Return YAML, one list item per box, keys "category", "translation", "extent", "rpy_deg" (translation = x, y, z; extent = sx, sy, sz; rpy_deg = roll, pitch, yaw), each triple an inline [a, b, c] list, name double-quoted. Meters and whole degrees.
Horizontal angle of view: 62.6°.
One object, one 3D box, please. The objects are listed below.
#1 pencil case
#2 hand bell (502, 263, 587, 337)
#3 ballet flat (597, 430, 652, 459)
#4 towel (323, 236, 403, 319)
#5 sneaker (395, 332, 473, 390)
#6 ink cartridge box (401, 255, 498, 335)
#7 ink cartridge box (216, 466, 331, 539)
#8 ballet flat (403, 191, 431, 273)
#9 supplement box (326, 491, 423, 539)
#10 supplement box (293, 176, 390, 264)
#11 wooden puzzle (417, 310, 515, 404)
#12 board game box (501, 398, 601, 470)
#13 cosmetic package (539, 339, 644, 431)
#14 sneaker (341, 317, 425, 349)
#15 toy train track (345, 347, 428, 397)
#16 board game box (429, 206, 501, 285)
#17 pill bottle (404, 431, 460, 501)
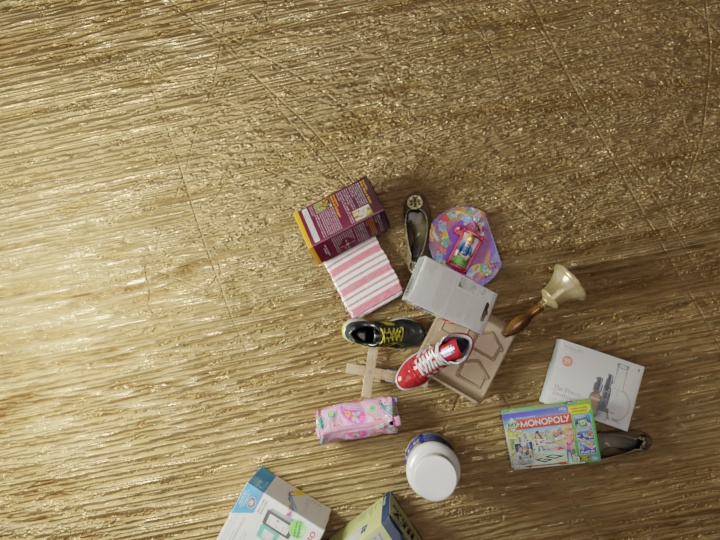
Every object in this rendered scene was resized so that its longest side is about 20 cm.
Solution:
- category: "pencil case"
  translation: [-0.005, 0.346, 1.368]
  extent: [0.196, 0.087, 0.089]
  rpy_deg: [-9, 84, 3]
- category: "hand bell"
  translation: [0.408, 0.087, 1.361]
  extent: [0.199, 0.104, 0.105]
  rpy_deg: [-38, 84, -1]
- category: "ballet flat"
  translation: [0.567, 0.400, 1.350]
  extent: [0.196, 0.046, 0.069]
  rpy_deg: [-6, 83, 3]
- category: "towel"
  translation: [0.000, 0.000, 1.433]
  extent: [0.145, 0.030, 0.202]
  rpy_deg: [-28, 81, 0]
- category: "sneaker"
  translation: [0.164, 0.199, 1.311]
  extent: [0.198, 0.113, 0.072]
  rpy_deg: [-33, 81, -4]
- category: "ink cartridge box"
  translation: [0.206, 0.060, 1.360]
  extent: [0.197, 0.050, 0.111]
  rpy_deg: [26, 81, -10]
- category: "ink cartridge box"
  translation: [-0.187, 0.570, 1.325]
  extent: [0.198, 0.146, 0.148]
  rpy_deg: [29, 87, 5]
- category: "ballet flat"
  translation: [0.134, -0.089, 1.412]
  extent: [0.066, 0.046, 0.204]
  rpy_deg: [-1, 85, 15]
- category: "supplement box"
  translation: [0.024, 0.619, 1.282]
  extent: [0.199, 0.200, 0.135]
  rpy_deg: [-37, 84, 0]
- category: "supplement box"
  translation: [-0.043, -0.117, 1.400]
  extent: [0.197, 0.086, 0.111]
  rpy_deg: [-27, 61, 0]
- category: "wooden puzzle"
  translation: [0.243, 0.181, 1.393]
  extent: [0.183, 0.046, 0.202]
  rpy_deg: [28, 82, 5]
- category: "board game box"
  translation: [0.429, 0.371, 1.338]
  extent: [0.196, 0.029, 0.137]
  rpy_deg: [-11, 95, 15]
- category: "cosmetic package"
  translation: [0.531, 0.262, 1.365]
  extent: [0.197, 0.052, 0.153]
  rpy_deg: [18, 83, 5]
- category: "sneaker"
  translation: [0.055, 0.153, 1.375]
  extent: [0.196, 0.085, 0.076]
  rpy_deg: [-1, 95, -3]
- category: "toy train track"
  translation: [0.062, 0.249, 1.404]
  extent: [0.196, 0.033, 0.117]
  rpy_deg: [11, 78, -2]
- category: "board game box"
  translation: [0.247, -0.056, 1.415]
  extent: [0.155, 0.039, 0.204]
  rpy_deg: [-17, 83, 1]
- category: "pill bottle"
  translation: [0.157, 0.429, 1.293]
  extent: [0.117, 0.200, 0.122]
  rpy_deg: [0, 84, 3]
